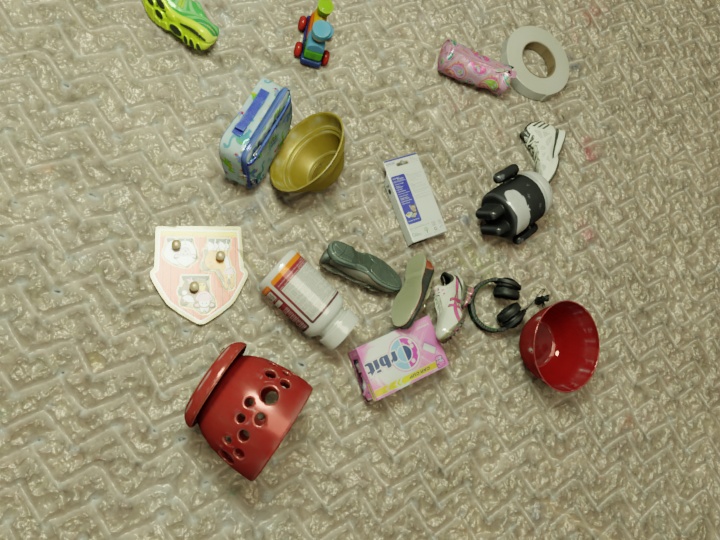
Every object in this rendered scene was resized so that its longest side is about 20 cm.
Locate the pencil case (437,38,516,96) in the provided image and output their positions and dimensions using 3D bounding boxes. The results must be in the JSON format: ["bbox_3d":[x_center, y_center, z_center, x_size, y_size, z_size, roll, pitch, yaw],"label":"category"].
[{"bbox_3d":[0.292,-0.512,1.572,0.196,0.087,0.089,17,71,-14],"label":"pencil case"}]

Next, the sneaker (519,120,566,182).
[{"bbox_3d":[0.447,-0.298,1.589,0.114,0.076,0.203,24,62,-3],"label":"sneaker"}]

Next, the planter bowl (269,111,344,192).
[{"bbox_3d":[-0.095,-0.234,1.342,0.083,0.198,0.204,40,63,-44],"label":"planter bowl"}]

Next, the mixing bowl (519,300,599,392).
[{"bbox_3d":[0.438,0.171,1.429,0.196,0.108,0.205,1,87,-27],"label":"mixing bowl"}]

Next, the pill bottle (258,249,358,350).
[{"bbox_3d":[-0.104,0.063,1.275,0.200,0.109,0.110,44,67,-5],"label":"pill bottle"}]

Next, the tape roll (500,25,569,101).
[{"bbox_3d":[0.470,-0.557,1.671,0.199,0.037,0.207,5,74,-18],"label":"tape roll"}]

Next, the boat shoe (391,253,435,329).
[{"bbox_3d":[0.121,0.053,1.358,0.063,0.070,0.202,51,41,-32],"label":"boat shoe"}]

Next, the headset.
[{"bbox_3d":[0.347,0.078,1.464,0.195,0.094,0.126,-8,83,-5],"label":"headset"}]

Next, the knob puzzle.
[{"bbox_3d":[-0.323,0.007,1.254,0.215,0.030,0.225,5,75,-19],"label":"knob puzzle"}]

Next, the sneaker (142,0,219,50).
[{"bbox_3d":[-0.395,-0.560,1.359,0.199,0.074,0.084,41,43,-2],"label":"sneaker"}]

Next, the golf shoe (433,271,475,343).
[{"bbox_3d":[0.188,0.081,1.370,0.091,0.073,0.201,36,37,-4],"label":"golf shoe"}]

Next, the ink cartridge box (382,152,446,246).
[{"bbox_3d":[0.121,-0.167,1.450,0.098,0.039,0.204,-17,84,-22],"label":"ink cartridge box"}]

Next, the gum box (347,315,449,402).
[{"bbox_3d":[0.077,0.190,1.329,0.197,0.066,0.115,-21,83,-23],"label":"gum box"}]

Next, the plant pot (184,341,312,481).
[{"bbox_3d":[-0.212,0.252,1.146,0.181,0.201,0.202,33,68,0],"label":"plant pot"}]

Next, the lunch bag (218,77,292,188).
[{"bbox_3d":[-0.214,-0.284,1.291,0.081,0.161,0.202,25,69,6],"label":"lunch bag"}]

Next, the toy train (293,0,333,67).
[{"bbox_3d":[-0.093,-0.588,1.437,0.083,0.116,0.204,12,73,-16],"label":"toy train"}]

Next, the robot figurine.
[{"bbox_3d":[0.369,-0.156,1.491,0.198,0.152,0.125,-32,59,-23],"label":"robot figurine"}]

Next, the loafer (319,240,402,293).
[{"bbox_3d":[0.000,0.000,1.360,0.198,0.063,0.073,28,42,-26],"label":"loafer"}]
